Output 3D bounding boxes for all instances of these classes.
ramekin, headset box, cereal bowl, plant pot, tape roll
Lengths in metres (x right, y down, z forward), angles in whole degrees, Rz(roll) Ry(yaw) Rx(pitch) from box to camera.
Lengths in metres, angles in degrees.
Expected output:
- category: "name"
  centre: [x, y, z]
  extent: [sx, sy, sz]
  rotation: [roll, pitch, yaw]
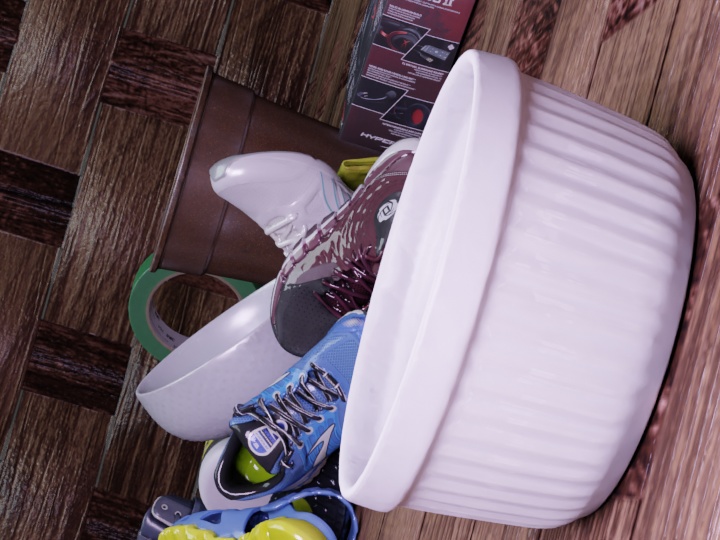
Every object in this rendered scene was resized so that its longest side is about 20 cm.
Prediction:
- category: "ramekin"
  centre: [0.067, 0.015, 0.935]
  extent: [0.200, 0.104, 0.202]
  rotation: [-164, 90, -84]
- category: "headset box"
  centre: [0.048, -0.221, 1.866]
  extent: [0.149, 0.074, 0.201]
  rotation: [-83, 10, -54]
- category: "cereal bowl"
  centre: [-0.082, 0.076, 1.778]
  extent: [0.199, 0.084, 0.200]
  rotation: [-33, 8, 5]
- category: "plant pot"
  centre: [-0.078, -0.068, 2.046]
  extent: [0.200, 0.197, 0.202]
  rotation: [-164, 90, -85]
- category: "tape roll"
  centre: [-0.236, 0.052, 3.172]
  extent: [0.048, 0.199, 0.202]
  rotation: [-83, 11, -60]

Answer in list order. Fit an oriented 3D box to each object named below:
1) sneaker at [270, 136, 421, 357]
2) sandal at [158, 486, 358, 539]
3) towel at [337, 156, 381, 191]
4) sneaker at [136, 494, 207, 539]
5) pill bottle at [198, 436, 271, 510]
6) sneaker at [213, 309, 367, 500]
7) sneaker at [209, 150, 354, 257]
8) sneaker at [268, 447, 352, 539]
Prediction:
- category: "sneaker"
  centre: [0.000, 0.000, 1.609]
  extent: [0.201, 0.075, 0.116]
  rotation: [-55, 19, 19]
- category: "sandal"
  centre: [-0.072, 0.206, 1.628]
  extent: [0.199, 0.080, 0.087]
  rotation: [-9, 19, 46]
- category: "towel"
  centre: [0.005, -0.043, 1.784]
  extent: [0.200, 0.085, 0.018]
  rotation: [118, 142, -63]
- category: "sneaker"
  centre: [-0.127, 0.268, 1.882]
  extent: [0.203, 0.145, 0.077]
  rotation: [-92, 21, -67]
- category: "pill bottle"
  centre: [-0.074, 0.129, 1.905]
  extent: [0.201, 0.112, 0.113]
  rotation: [-81, 9, -53]
- category: "sneaker"
  centre: [-0.039, 0.107, 1.565]
  extent: [0.089, 0.079, 0.200]
  rotation: [-27, -19, -51]
- category: "sneaker"
  centre: [-0.033, -0.033, 1.688]
  extent: [0.070, 0.199, 0.081]
  rotation: [-20, 55, 46]
- category: "sneaker"
  centre: [-0.020, 0.144, 1.671]
  extent: [0.078, 0.066, 0.202]
  rotation: [-30, -43, -59]
